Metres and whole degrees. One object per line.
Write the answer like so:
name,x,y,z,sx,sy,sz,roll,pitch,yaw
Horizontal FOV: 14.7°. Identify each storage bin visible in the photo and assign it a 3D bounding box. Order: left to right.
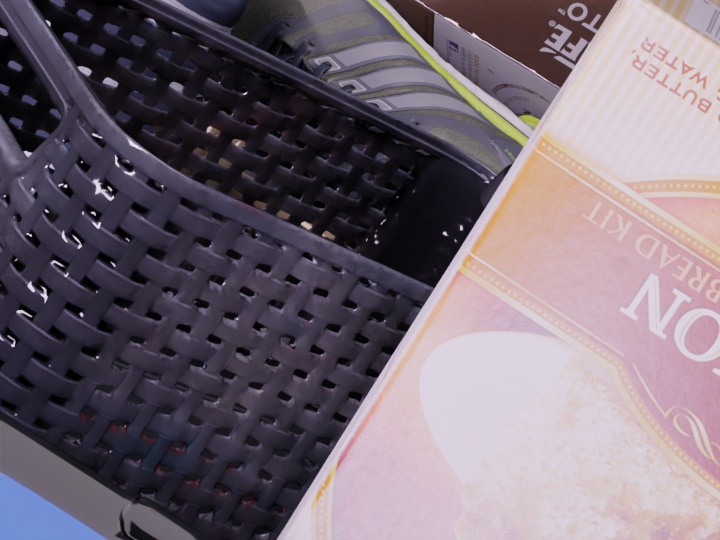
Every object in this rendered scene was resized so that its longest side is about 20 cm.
storage bin,-0.029,0.008,0.736,0.200,0.094,0.135,23,19,-37

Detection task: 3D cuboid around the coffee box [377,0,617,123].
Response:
coffee box,0.066,-0.114,1.102,0.200,0.114,0.080,34,-23,13

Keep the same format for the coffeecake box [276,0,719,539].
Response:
coffeecake box,0.073,0.057,0.610,0.153,0.200,0.073,32,19,1

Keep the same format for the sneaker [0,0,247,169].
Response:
sneaker,-0.130,-0.100,0.848,0.200,0.109,0.070,31,16,-4

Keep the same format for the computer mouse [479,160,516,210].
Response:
computer mouse,0.135,0.012,0.711,0.199,0.046,0.140,2,18,-15

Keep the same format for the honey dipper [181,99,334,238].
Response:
honey dipper,0.000,0.000,0.930,0.200,0.038,0.038,34,17,1

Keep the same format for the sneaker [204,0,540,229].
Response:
sneaker,-0.001,-0.057,1.034,0.200,0.074,0.081,31,21,6

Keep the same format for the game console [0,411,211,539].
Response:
game console,-0.137,0.055,0.557,0.200,0.118,0.171,32,48,0
